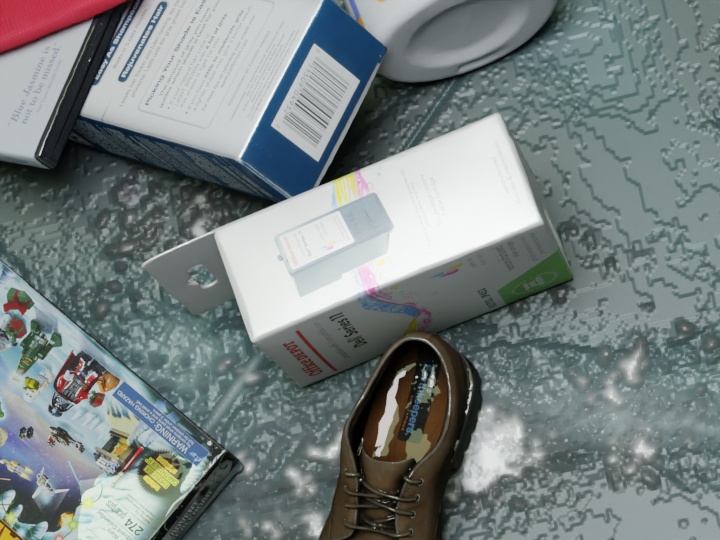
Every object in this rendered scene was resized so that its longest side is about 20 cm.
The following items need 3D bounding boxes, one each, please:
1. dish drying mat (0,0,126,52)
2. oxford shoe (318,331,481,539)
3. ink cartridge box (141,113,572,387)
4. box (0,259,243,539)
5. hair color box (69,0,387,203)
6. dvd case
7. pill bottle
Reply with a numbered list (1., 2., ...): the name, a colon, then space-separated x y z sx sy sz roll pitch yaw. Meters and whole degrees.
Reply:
1. dish drying mat: -0.198 -0.150 1.510 0.200 0.018 0.077 -17 57 30
2. oxford shoe: 0.008 0.125 1.405 0.073 0.084 0.200 6 76 14
3. ink cartridge box: 0.000 0.000 1.428 0.200 0.117 0.067 -22 72 6
4. box: -0.181 0.093 1.486 0.200 0.040 0.137 38 85 21
5. hair color box: -0.089 -0.106 1.476 0.200 0.061 0.100 18 76 44
6. dvd case: -0.211 -0.133 1.536 0.200 0.018 0.143 11 74 43
7. pill bottle: 0.022 -0.212 1.496 0.112 0.112 0.200 -23 69 6
